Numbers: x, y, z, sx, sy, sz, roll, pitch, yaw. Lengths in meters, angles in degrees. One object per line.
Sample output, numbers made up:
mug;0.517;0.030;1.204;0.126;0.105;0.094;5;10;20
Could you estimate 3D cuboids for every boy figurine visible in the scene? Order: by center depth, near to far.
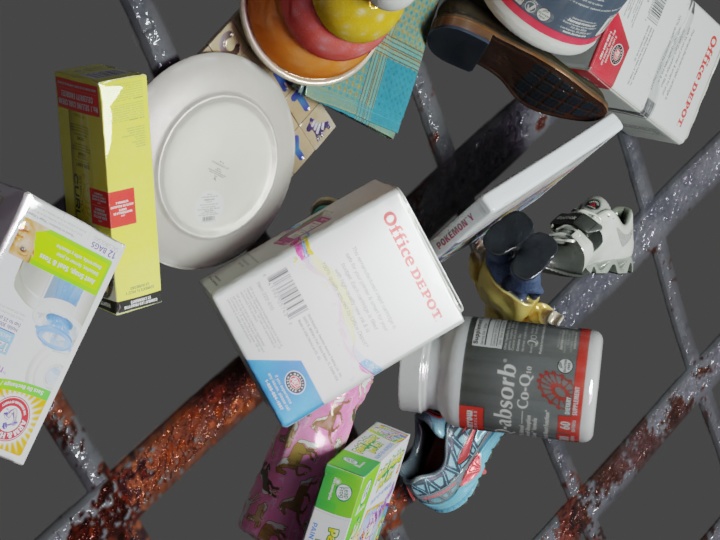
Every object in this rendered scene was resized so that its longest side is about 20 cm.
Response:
boy figurine;0.165;0.020;1.720;0.064;0.124;0.200;-43;159;-15

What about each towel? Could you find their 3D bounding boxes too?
towel;0.015;-0.241;1.578;0.146;0.022;0.201;22;83;-46

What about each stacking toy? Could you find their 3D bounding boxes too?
stacking toy;-0.008;-0.237;1.419;0.145;0.200;0.147;-2;94;-26

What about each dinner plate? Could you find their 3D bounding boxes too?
dinner plate;-0.134;-0.096;1.480;0.199;0.024;0.201;-16;116;-35

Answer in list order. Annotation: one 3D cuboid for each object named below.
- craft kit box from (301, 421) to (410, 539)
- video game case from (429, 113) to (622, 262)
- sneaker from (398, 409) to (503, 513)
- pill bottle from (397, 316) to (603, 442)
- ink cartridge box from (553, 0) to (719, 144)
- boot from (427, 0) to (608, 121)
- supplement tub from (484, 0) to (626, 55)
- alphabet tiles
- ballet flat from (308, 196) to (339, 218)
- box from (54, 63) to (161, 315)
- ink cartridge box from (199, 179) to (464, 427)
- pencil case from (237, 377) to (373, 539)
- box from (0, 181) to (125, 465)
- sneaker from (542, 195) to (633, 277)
craft kit box;-0.018;0.264;1.610;0.200;0.048;0.199;-25;130;-74
video game case;0.154;-0.075;1.673;0.200;0.182;0.023;-33;85;-32
sneaker;0.106;0.159;1.751;0.095;0.079;0.201;28;83;-42
pill bottle;0.144;0.108;1.677;0.116;0.199;0.117;6;90;-81
ink cartridge box;0.302;-0.246;1.807;0.200;0.084;0.145;29;82;-43
boot;0.169;-0.228;1.642;0.199;0.075;0.097;26;57;-14
supplement tub;0.216;-0.320;1.571;0.140;0.141;0.200;-5;144;-42
alphabet tiles;-0.081;-0.170;1.525;0.200;0.008;0.167;-50;130;-20
ballet flat;0.000;0.000;1.623;0.069;0.069;0.201;-37;127;-29
box;-0.213;-0.069;1.387;0.050;0.075;0.201;-16;114;-39
ink cartridge box;-0.025;0.027;1.514;0.199;0.085;0.145;-29;104;-7
pencil case;-0.052;0.175;1.606;0.082;0.086;0.201;19;90;-26
box;-0.296;0.039;1.322;0.112;0.101;0.201;31;81;-43
sneaker;0.240;-0.040;1.824;0.200;0.074;0.089;-7;108;-52
